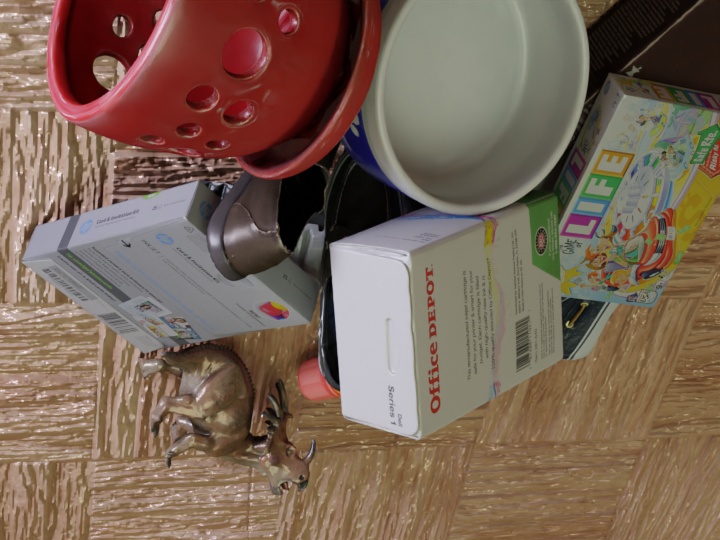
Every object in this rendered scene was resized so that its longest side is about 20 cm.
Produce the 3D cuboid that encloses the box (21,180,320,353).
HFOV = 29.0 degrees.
[{"bbox_3d":[-0.157,0.003,1.147,0.199,0.042,0.156,-11,141,39],"label":"box"}]

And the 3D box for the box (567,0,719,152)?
[{"bbox_3d":[0.247,-0.172,1.153,0.200,0.075,0.100,-43,128,18],"label":"box"}]

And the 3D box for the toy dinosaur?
[{"bbox_3d":[-0.125,0.120,1.291,0.134,0.086,0.201,-17,127,0],"label":"toy dinosaur"}]

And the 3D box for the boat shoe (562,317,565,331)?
[{"bbox_3d":[0.107,0.066,1.283,0.199,0.061,0.074,-31,164,37],"label":"boat shoe"}]

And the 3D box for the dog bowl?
[{"bbox_3d":[0.075,-0.149,1.066,0.198,0.079,0.202,-12,113,-30],"label":"dog bowl"}]

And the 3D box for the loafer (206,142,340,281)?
[{"bbox_3d":[-0.047,-0.070,1.080,0.070,0.201,0.073,-3,137,31],"label":"loafer"}]

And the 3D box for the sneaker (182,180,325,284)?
[{"bbox_3d":[-0.063,-0.029,1.190,0.198,0.091,0.067,17,98,0],"label":"sneaker"}]

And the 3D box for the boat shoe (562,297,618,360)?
[{"bbox_3d":[0.194,0.008,1.289,0.090,0.071,0.202,1,131,-21],"label":"boat shoe"}]

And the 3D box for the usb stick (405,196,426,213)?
[{"bbox_3d":[0.030,-0.021,1.231,0.032,0.056,0.201,10,127,-36],"label":"usb stick"}]

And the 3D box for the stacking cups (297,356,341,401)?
[{"bbox_3d":[0.028,0.086,1.270,0.199,0.061,0.060,-20,139,41],"label":"stacking cups"}]

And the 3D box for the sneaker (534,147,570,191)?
[{"bbox_3d":[0.104,-0.049,1.224,0.199,0.074,0.116,-30,128,0],"label":"sneaker"}]

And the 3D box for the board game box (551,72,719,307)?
[{"bbox_3d":[0.228,-0.061,1.169,0.133,0.034,0.201,6,126,-22],"label":"board game box"}]

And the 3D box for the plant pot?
[{"bbox_3d":[-0.097,-0.174,0.980,0.181,0.201,0.201,16,124,-37],"label":"plant pot"}]

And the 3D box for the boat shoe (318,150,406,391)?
[{"bbox_3d":[0.000,0.000,1.116,0.068,0.057,0.203,5,96,1],"label":"boat shoe"}]

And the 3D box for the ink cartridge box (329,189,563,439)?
[{"bbox_3d":[0.072,0.027,1.099,0.199,0.083,0.147,-22,114,-46],"label":"ink cartridge box"}]
